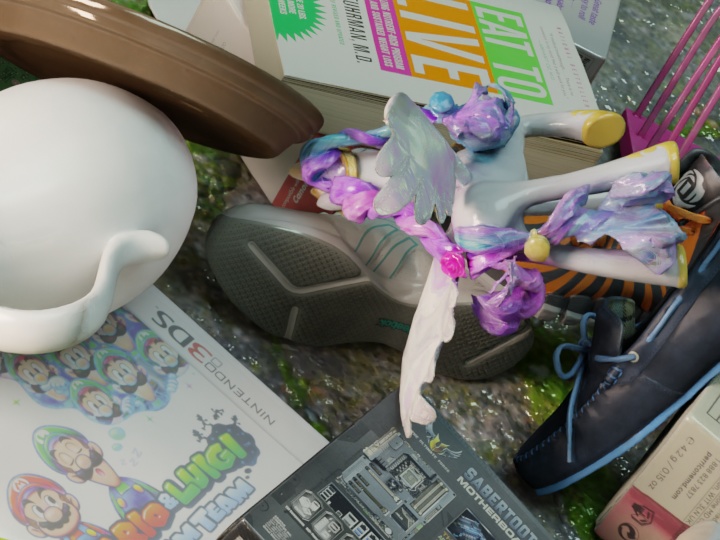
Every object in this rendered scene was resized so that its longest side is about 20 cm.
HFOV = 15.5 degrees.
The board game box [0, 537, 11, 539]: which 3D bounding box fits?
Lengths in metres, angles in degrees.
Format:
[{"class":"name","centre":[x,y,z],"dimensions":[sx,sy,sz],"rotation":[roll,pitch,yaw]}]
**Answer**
[{"class":"board game box","centre":[-0.151,0.177,1.179],"dimensions":[0.199,0.048,0.102],"rotation":[16,61,-20]}]

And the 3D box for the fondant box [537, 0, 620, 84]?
[{"class":"fondant box","centre":[0.070,-0.203,1.705],"dimensions":[0.200,0.058,0.144],"rotation":[28,41,-8]}]

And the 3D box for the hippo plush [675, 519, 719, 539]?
[{"class":"hippo plush","centre":[0.190,0.227,1.294],"dimensions":[0.199,0.161,0.159],"rotation":[-14,40,-25]}]

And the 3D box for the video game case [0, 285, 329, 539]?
[{"class":"video game case","centre":[-0.125,0.089,1.321],"dimensions":[0.182,0.024,0.200],"rotation":[41,42,9]}]

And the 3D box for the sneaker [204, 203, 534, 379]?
[{"class":"sneaker","centre":[0.000,0.000,1.462],"dimensions":[0.200,0.070,0.080],"rotation":[18,37,-28]}]

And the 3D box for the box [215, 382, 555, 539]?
[{"class":"box","centre":[0.038,0.169,1.311],"dimensions":[0.200,0.051,0.158],"rotation":[48,42,4]}]

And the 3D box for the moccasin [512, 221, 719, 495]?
[{"class":"moccasin","centre":[0.152,0.038,1.422],"dimensions":[0.068,0.200,0.080],"rotation":[46,14,-7]}]

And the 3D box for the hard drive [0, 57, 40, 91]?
[{"class":"hard drive","centre":[-0.249,-0.078,1.394],"dimensions":[0.140,0.038,0.200],"rotation":[39,42,7]}]

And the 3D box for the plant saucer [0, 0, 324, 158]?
[{"class":"plant saucer","centre":[-0.115,-0.102,1.366],"dimensions":[0.200,0.200,0.030],"rotation":[22,84,-13]}]

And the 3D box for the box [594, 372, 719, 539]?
[{"class":"box","centre":[0.250,0.141,1.445],"dimensions":[0.200,0.109,0.128],"rotation":[39,39,6]}]

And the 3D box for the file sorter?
[{"class":"file sorter","centre":[0.249,-0.080,1.598],"dimensions":[0.139,0.126,0.200],"rotation":[28,18,-7]}]

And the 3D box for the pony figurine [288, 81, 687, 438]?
[{"class":"pony figurine","centre":[0.063,-0.026,1.349],"dimensions":[0.199,0.167,0.193],"rotation":[-2,25,-1]}]

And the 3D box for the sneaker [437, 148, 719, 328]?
[{"class":"sneaker","centre":[0.146,-0.025,1.470],"dimensions":[0.199,0.112,0.078],"rotation":[17,29,-26]}]

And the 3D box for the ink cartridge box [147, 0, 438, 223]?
[{"class":"ink cartridge box","centre":[-0.026,-0.113,1.547],"dimensions":[0.116,0.068,0.200],"rotation":[-13,58,-40]}]

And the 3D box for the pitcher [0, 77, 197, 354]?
[{"class":"pitcher","centre":[-0.153,-0.016,1.276],"dimensions":[0.171,0.122,0.200],"rotation":[24,28,30]}]

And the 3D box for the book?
[{"class":"book","centre":[0.032,-0.121,1.514],"dimensions":[0.199,0.048,0.134],"rotation":[11,43,-23]}]
